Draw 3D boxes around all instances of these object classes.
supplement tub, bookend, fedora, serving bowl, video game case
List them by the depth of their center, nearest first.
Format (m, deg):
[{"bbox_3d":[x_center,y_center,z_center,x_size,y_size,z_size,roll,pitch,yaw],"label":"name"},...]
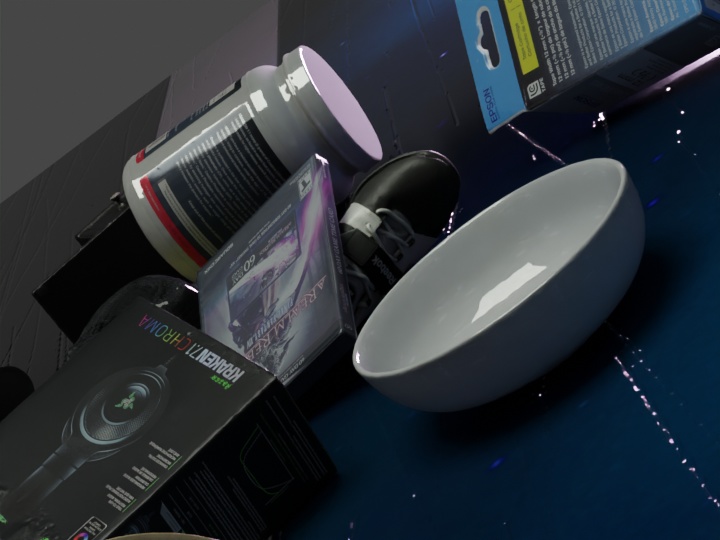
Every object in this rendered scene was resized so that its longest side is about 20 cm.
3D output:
[{"bbox_3d":[0.093,0.020,1.312,0.200,0.066,0.200,-35,16,12],"label":"serving bowl"},{"bbox_3d":[-0.063,0.025,1.570,0.143,0.019,0.200,-44,32,26],"label":"video game case"},{"bbox_3d":[-0.162,0.064,1.709,0.201,0.092,0.201,-36,18,14],"label":"fedora"},{"bbox_3d":[-0.096,-0.091,1.934,0.200,0.140,0.140,-34,15,14],"label":"supplement tub"},{"bbox_3d":[-0.237,-0.011,2.121,0.199,0.092,0.200,-43,15,-15],"label":"bookend"}]

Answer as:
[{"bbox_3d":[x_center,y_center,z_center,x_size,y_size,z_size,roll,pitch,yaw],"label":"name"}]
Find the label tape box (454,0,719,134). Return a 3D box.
[{"bbox_3d":[0.171,-0.199,1.630,0.200,0.143,0.066,-29,-27,36],"label":"label tape box"}]

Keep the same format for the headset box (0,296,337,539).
[{"bbox_3d":[-0.149,0.135,1.386,0.200,0.093,0.174,-43,37,-16],"label":"headset box"}]

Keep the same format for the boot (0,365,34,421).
[{"bbox_3d":[-0.402,0.162,2.042,0.200,0.069,0.174,-46,17,-19],"label":"boot"}]

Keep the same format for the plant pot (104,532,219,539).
[{"bbox_3d":[-0.088,0.202,1.026,0.186,0.186,0.200,-38,2,-1],"label":"plant pot"}]

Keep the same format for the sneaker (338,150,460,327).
[{"bbox_3d":[0.000,0.000,1.592,0.200,0.074,0.089,-45,21,15],"label":"sneaker"}]
